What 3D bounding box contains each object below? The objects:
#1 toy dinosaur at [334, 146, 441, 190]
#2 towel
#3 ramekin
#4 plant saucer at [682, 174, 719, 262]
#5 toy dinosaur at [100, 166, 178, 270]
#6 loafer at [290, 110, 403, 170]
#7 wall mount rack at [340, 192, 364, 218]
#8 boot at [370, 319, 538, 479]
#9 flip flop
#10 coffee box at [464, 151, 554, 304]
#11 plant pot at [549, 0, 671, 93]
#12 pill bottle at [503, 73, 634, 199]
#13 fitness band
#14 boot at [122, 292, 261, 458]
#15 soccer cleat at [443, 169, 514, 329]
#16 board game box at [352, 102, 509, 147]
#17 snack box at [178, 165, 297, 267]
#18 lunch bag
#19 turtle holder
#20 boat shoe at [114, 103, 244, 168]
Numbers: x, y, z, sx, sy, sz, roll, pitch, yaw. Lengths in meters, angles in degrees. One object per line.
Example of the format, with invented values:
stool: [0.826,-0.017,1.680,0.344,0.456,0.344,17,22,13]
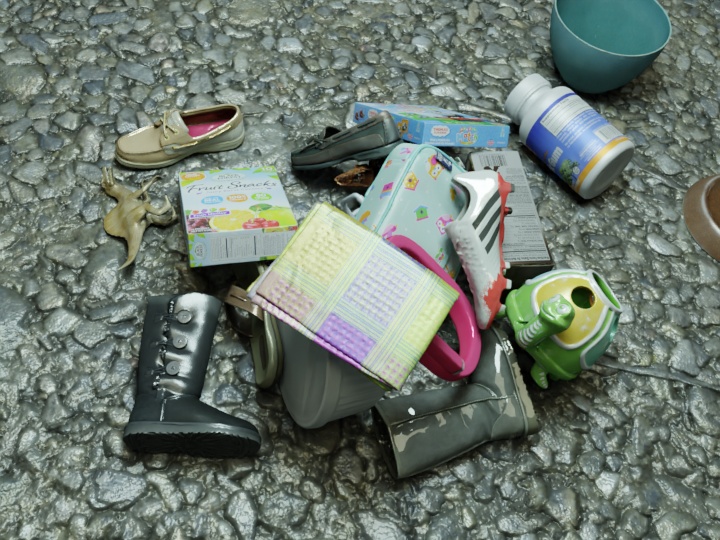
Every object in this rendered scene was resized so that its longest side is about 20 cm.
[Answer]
toy dinosaur: [0.048,-0.128,1.186,0.199,0.103,0.135,-32,35,-31]
towel: [-0.008,0.024,0.887,0.199,0.023,0.144,32,71,11]
ramekin: [-0.033,0.085,0.990,0.093,0.203,0.204,-1,55,-23]
plant saucer: [0.613,-0.083,1.299,0.198,0.035,0.202,4,55,-6]
toy dinosaur: [-0.309,-0.072,1.143,0.100,0.058,0.201,-22,53,-5]
loafer: [-0.025,-0.189,1.190,0.199,0.063,0.072,-3,21,38]
wall mount rack: [0.000,0.000,1.126,0.174,0.074,0.200,52,59,-14]
boot: [0.108,0.158,1.042,0.198,0.073,0.183,-12,57,-9]
flip flop: [-0.145,0.057,1.056,0.057,0.081,0.202,0,61,-24]
coffee box: [0.198,-0.057,1.167,0.079,0.113,0.201,-3,57,-11]
plant pot: [0.410,-0.385,1.409,0.198,0.135,0.202,4,55,-6]
pill bottle: [0.323,-0.217,1.296,0.112,0.112,0.200,-31,65,-26]
fitness band: [0.082,0.044,0.980,0.200,0.037,0.144,45,34,-28]
boot: [-0.196,0.124,1.017,0.163,0.066,0.201,7,51,-6]
soccer cleat: [0.145,-0.028,1.034,0.084,0.069,0.202,5,87,-3]
board game box: [0.101,-0.218,1.223,0.150,0.037,0.200,-4,19,-30]
snack box: [-0.170,-0.078,1.112,0.141,0.053,0.200,-5,30,-13]
lunch bag: [0.080,-0.059,1.078,0.160,0.077,0.201,34,78,-28]
turtle holder: [0.252,0.056,1.045,0.185,0.131,0.142,33,29,-41]
boat shoe: [-0.270,-0.209,1.222,0.199,0.069,0.074,-18,60,-20]
